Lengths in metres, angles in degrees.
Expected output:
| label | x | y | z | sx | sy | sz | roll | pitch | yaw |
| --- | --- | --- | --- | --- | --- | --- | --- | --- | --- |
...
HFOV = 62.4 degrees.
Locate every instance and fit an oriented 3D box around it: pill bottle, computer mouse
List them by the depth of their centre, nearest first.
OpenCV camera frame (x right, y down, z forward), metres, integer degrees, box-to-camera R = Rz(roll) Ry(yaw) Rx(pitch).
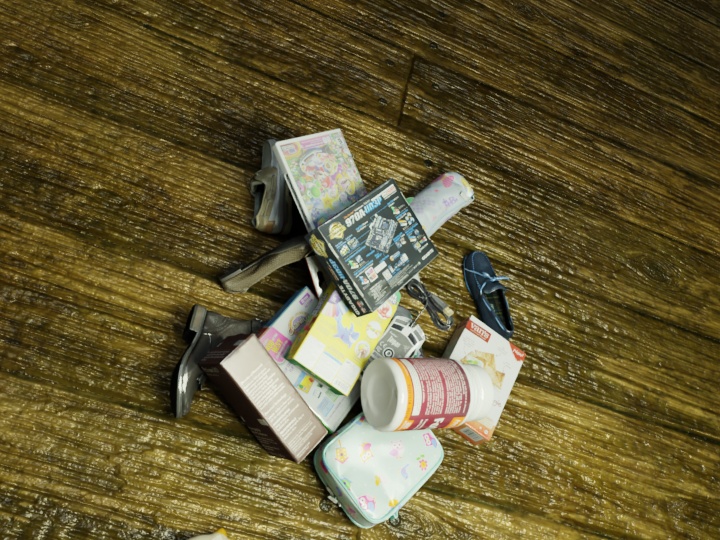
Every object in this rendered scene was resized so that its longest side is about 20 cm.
| label | x | y | z | sx | sy | sz | roll | pitch | yaw |
| --- | --- | --- | --- | --- | --- | --- | --- | --- | --- |
| pill bottle | 0.111 | 0.199 | 0.964 | 0.200 | 0.114 | 0.114 | 6 | 63 | -32 |
| computer mouse | 0.068 | 0.119 | 1.031 | 0.110 | 0.044 | 0.200 | 40 | 81 | 12 |

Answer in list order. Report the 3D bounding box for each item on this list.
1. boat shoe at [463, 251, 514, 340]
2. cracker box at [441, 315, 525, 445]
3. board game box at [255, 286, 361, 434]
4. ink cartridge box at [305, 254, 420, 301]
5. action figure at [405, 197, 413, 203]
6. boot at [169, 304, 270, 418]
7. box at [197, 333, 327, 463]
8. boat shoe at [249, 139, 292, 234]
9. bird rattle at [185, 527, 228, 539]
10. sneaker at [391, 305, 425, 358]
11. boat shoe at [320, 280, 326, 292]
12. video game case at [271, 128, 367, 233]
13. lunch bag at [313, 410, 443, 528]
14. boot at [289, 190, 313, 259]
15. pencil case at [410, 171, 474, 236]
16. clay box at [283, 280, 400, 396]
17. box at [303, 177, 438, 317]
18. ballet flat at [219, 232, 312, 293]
| label | x | y | z | sx | sy | sz | roll | pitch | yaw |
| --- | --- | --- | --- | --- | --- | --- | --- | --- | --- |
| boat shoe | 0.273 | 0.046 | 1.206 | 0.084 | 0.069 | 0.200 | -10 | 70 | -25 |
| cracker box | 0.212 | 0.202 | 1.114 | 0.134 | 0.058 | 0.200 | 35 | 57 | -3 |
| board game box | -0.078 | 0.150 | 1.004 | 0.200 | 0.040 | 0.153 | 49 | 55 | -11 |
| ink cartridge box | 0.000 | 0.000 | 1.061 | 0.200 | 0.050 | 0.109 | -19 | 93 | -24 |
| action figure | 0.006 | -0.096 | 1.109 | 0.055 | 0.118 | 0.200 | 59 | 39 | -8 |
| boot | -0.208 | 0.153 | 0.972 | 0.174 | 0.069 | 0.200 | 18 | 67 | -22 |
| box | -0.150 | 0.195 | 0.914 | 0.075 | 0.100 | 0.200 | -41 | 105 | -31 |
| boat shoe | -0.174 | -0.165 | 1.132 | 0.068 | 0.075 | 0.200 | 3 | 65 | -26 |
| bird rattle | -0.220 | 0.457 | 0.822 | 0.200 | 0.113 | 0.163 | -25 | 65 | -16 |
| sneaker | 0.085 | 0.115 | 1.100 | 0.087 | 0.074 | 0.200 | -31 | 79 | -35 |
| boat shoe | -0.005 | -0.017 | 1.135 | 0.200 | 0.072 | 0.068 | -39 | 49 | -18 |
| video game case | -0.051 | -0.133 | 0.997 | 0.143 | 0.018 | 0.200 | -24 | 90 | -40 |
| lunch bag | 0.031 | 0.312 | 0.974 | 0.200 | 0.077 | 0.160 | -32 | 80 | -34 |
| boot | -0.080 | -0.137 | 1.100 | 0.076 | 0.168 | 0.200 | 12 | 62 | -18 |
| pencil case | 0.148 | -0.124 | 1.232 | 0.091 | 0.083 | 0.200 | 36 | 56 | 25 |
| clay box | -0.024 | 0.091 | 0.985 | 0.115 | 0.048 | 0.200 | 39 | 67 | -18 |
| box | 0.025 | -0.041 | 0.984 | 0.200 | 0.046 | 0.159 | -39 | 100 | -38 |
| ballet flat | -0.152 | -0.009 | 1.028 | 0.200 | 0.067 | 0.046 | -26 | 104 | 10 |
